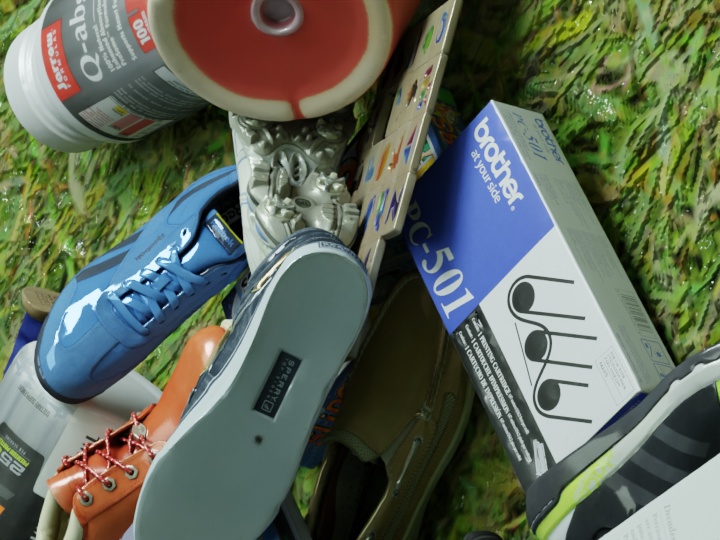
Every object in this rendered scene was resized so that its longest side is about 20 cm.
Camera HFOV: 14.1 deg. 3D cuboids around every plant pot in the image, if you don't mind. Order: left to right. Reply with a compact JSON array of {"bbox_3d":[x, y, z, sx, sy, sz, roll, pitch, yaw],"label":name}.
[{"bbox_3d":[-0.040,-0.195,1.688,0.200,0.200,0.178,-43,23,34],"label":"plant pot"}]

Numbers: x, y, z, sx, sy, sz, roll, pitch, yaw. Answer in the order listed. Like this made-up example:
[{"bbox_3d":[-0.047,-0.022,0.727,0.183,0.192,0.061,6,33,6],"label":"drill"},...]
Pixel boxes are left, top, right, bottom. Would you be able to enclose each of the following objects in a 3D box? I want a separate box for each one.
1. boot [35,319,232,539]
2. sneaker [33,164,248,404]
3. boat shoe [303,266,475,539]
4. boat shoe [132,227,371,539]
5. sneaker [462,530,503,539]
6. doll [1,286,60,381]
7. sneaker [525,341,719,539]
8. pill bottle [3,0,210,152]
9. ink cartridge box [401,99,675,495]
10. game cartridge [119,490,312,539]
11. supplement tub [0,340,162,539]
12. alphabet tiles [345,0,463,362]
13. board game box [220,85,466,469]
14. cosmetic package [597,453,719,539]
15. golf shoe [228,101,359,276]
[{"bbox_3d":[-0.128,0.115,1.744,0.201,0.107,0.075,-68,28,19],"label":"boot"},{"bbox_3d":[-0.119,0.001,1.779,0.200,0.066,0.078,-43,8,-25],"label":"sneaker"},{"bbox_3d":[0.011,0.093,1.598,0.071,0.076,0.201,13,89,31],"label":"boat shoe"},{"bbox_3d":[-0.056,0.071,1.573,0.201,0.071,0.091,-59,8,6],"label":"boat shoe"},{"bbox_3d":[0.015,0.201,1.559,0.200,0.069,0.100,-31,48,31],"label":"sneaker"},{"bbox_3d":[-0.241,0.112,1.987,0.136,0.048,0.201,46,118,44],"label":"doll"},{"bbox_3d":[0.166,0.099,1.419,0.200,0.071,0.083,-42,67,36],"label":"sneaker"},{"bbox_3d":[-0.145,-0.151,1.929,0.200,0.115,0.117,-24,54,48],"label":"pill bottle"},{"bbox_3d":[0.092,0.017,1.535,0.094,0.044,0.201,-47,51,30],"label":"ink cartridge box"},{"bbox_3d":[-0.073,0.184,1.584,0.130,0.038,0.200,-54,38,23],"label":"game cartridge"},{"bbox_3d":[-0.205,0.155,1.846,0.201,0.122,0.123,-60,34,13],"label":"supplement tub"},{"bbox_3d":[0.011,-0.044,1.625,0.167,0.008,0.201,155,131,-76],"label":"alphabet tiles"},{"bbox_3d":[0.000,0.000,1.715,0.200,0.034,0.136,-51,38,26],"label":"board game box"},{"bbox_3d":[0.155,0.161,1.351,0.200,0.101,0.074,-41,44,35],"label":"cosmetic package"},{"bbox_3d":[-0.046,-0.043,1.703,0.200,0.078,0.098,-90,11,-55],"label":"golf shoe"}]
